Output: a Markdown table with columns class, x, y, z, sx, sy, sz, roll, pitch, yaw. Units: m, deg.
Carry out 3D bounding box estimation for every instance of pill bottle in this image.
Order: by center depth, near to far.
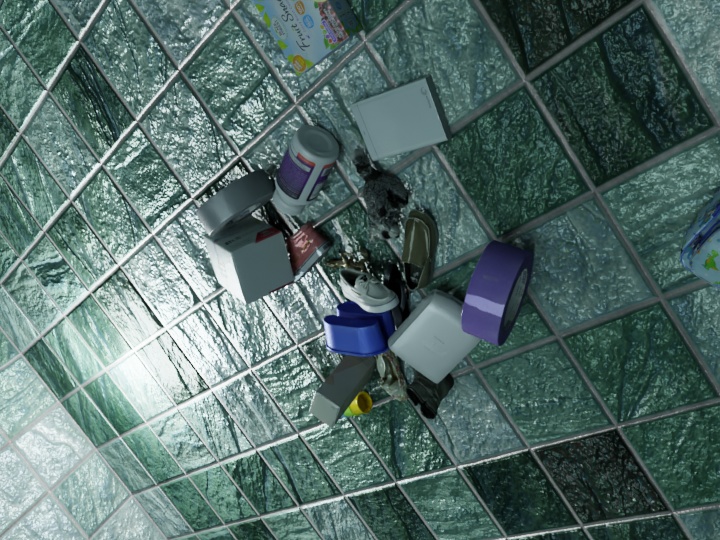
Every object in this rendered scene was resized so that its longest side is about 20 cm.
| class | x | y | z | sx | sy | sz | roll | pitch | yaw |
| --- | --- | --- | --- | --- | --- | --- | --- | --- | --- |
| pill bottle | -0.133 | -0.225 | 1.677 | 0.111 | 0.111 | 0.201 | 39 | 133 | 6 |

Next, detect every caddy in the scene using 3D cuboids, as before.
| class | x | y | z | sx | sy | sz | roll | pitch | yaw |
| --- | --- | --- | --- | --- | --- | --- | --- | --- | --- |
| caddy | 0.000 | 0.154 | 1.813 | 0.196 | 0.141 | 0.107 | 4 | 117 | 33 |

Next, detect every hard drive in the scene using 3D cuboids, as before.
| class | x | y | z | sx | sy | sz | roll | pitch | yaw |
| --- | --- | --- | --- | --- | --- | --- | --- | --- | --- |
| hard drive | 0.083 | -0.315 | 1.526 | 0.197 | 0.027 | 0.134 | -9 | 113 | 38 |

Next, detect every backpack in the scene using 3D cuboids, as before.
| class | x | y | z | sx | sy | sz | roll | pitch | yaw |
| --- | --- | --- | --- | --- | --- | --- | --- | --- | --- |
| backpack | 0.658 | -0.055 | 1.213 | 0.181 | 0.147 | 0.203 | 30 | 129 | 11 |

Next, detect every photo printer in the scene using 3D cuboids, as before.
| class | x | y | z | sx | sy | sz | roll | pitch | yaw |
| --- | --- | --- | --- | --- | --- | --- | --- | --- | --- |
| photo printer | 0.183 | 0.150 | 1.698 | 0.165 | 0.070 | 0.201 | 36 | 120 | -7 |

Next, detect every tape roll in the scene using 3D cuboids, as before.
| class | x | y | z | sx | sy | sz | roll | pitch | yaw |
| --- | --- | --- | --- | --- | --- | --- | --- | --- | --- |
| tape roll | 0.284 | 0.047 | 1.502 | 0.083 | 0.200 | 0.204 | 19 | 128 | 22 |
| tape roll | -0.301 | -0.165 | 1.769 | 0.199 | 0.199 | 0.067 | -32 | 93 | 43 |

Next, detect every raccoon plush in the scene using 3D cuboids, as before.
| class | x | y | z | sx | sy | sz | roll | pitch | yaw |
| --- | --- | --- | --- | --- | --- | --- | --- | --- | --- |
| raccoon plush | 0.035 | -0.163 | 1.646 | 0.203 | 0.095 | 0.135 | 66 | 153 | 22 |

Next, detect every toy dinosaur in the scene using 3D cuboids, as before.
| class | x | y | z | sx | sy | sz | roll | pitch | yaw |
| --- | --- | --- | --- | --- | --- | --- | --- | --- | --- |
| toy dinosaur | 0.000 | 0.000 | 1.783 | 0.198 | 0.058 | 0.102 | 32 | 147 | 22 |

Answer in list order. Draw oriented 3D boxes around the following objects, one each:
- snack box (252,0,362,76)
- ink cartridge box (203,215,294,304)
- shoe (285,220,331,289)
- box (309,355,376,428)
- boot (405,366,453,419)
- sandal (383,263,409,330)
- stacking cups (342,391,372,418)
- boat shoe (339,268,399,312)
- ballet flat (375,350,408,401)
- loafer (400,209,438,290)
| class | x | y | z | sx | sy | sz | roll | pitch | yaw |
| --- | --- | --- | --- | --- | --- | --- | --- | --- | --- |
| snack box | -0.115 | -0.534 | 1.493 | 0.167 | 0.068 | 0.203 | -22 | 104 | 41 |
| ink cartridge box | -0.284 | -0.032 | 1.839 | 0.199 | 0.143 | 0.148 | 28 | 137 | 54 |
| shoe | -0.157 | -0.039 | 1.848 | 0.091 | 0.071 | 0.200 | 49 | 131 | 3 |
| box | -0.044 | 0.301 | 1.896 | 0.077 | 0.200 | 0.096 | 31 | 132 | 12 |
| boot | 0.145 | 0.253 | 1.781 | 0.201 | 0.131 | 0.067 | 51 | 133 | -5 |
| sandal | 0.098 | 0.066 | 1.739 | 0.042 | 0.077 | 0.203 | 1 | 129 | 25 |
| stacking cups | -0.053 | 0.394 | 2.059 | 0.198 | 0.061 | 0.061 | -26 | 103 | 42 |
| boat shoe | 0.015 | 0.039 | 1.680 | 0.199 | 0.071 | 0.067 | 28 | 145 | 56 |
| ballet flat | 0.072 | 0.269 | 1.889 | 0.074 | 0.064 | 0.204 | -3 | 117 | 34 |
| loafer | 0.131 | -0.039 | 1.642 | 0.074 | 0.070 | 0.204 | 12 | 125 | 28 |
